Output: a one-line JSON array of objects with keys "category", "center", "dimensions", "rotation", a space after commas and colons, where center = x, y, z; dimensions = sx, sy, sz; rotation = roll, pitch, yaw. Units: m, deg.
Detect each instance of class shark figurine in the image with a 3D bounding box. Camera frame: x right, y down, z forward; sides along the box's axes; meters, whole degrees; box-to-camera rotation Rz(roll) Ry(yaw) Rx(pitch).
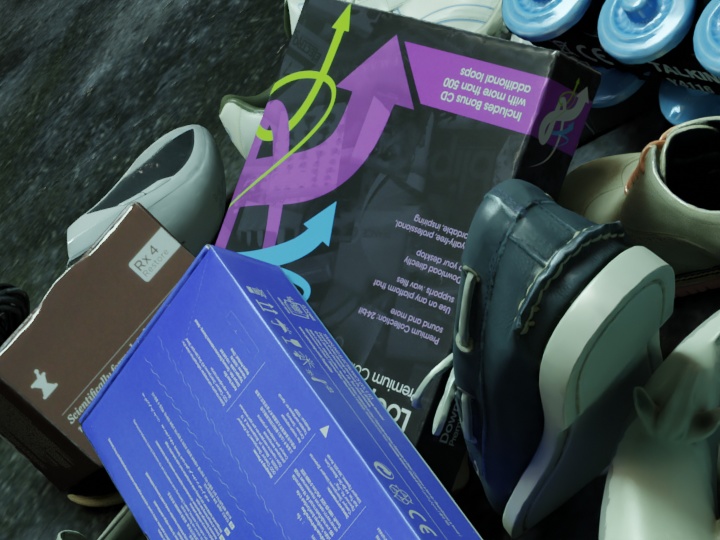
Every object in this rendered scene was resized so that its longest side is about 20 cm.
[{"category": "shark figurine", "center": [0.113, 0.074, 0.645], "dimensions": [0.127, 0.090, 0.216], "rotation": [11, 58, 18]}]

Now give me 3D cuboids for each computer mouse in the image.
[{"category": "computer mouse", "center": [-0.132, -0.007, 1.101], "dimensions": [0.044, 0.110, 0.200], "rotation": [21, 54, 33]}]

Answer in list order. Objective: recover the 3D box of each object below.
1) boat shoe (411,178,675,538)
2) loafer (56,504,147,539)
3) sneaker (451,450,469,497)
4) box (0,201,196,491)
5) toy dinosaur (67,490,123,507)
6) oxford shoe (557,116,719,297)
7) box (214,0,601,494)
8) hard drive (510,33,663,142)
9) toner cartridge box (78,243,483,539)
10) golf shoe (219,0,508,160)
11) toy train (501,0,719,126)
[{"category": "boat shoe", "center": [0.058, 0.034, 0.667], "dimensions": [0.075, 0.062, 0.200], "rotation": [-44, -19, -12]}, {"category": "loafer", "center": [-0.113, 0.141, 0.851], "dimensions": [0.200, 0.070, 0.070], "rotation": [-45, 26, -8]}, {"category": "sneaker", "center": [0.047, 0.011, 0.809], "dimensions": [0.088, 0.081, 0.201], "rotation": [26, 93, 43]}, {"category": "box", "center": [-0.127, 0.042, 0.945], "dimensions": [0.100, 0.075, 0.200], "rotation": [-49, 3, -15]}, {"category": "toy dinosaur", "center": [-0.070, 0.074, 0.939], "dimensions": [0.200, 0.058, 0.101], "rotation": [-47, 6, 18]}, {"category": "oxford shoe", "center": [0.134, -0.034, 0.778], "dimensions": [0.071, 0.074, 0.199], "rotation": [-52, 27, -17]}, {"category": "box", "center": [0.000, 0.000, 0.774], "dimensions": [0.142, 0.036, 0.202], "rotation": [19, 90, 44]}, {"category": "hard drive", "center": [0.161, -0.142, 0.957], "dimensions": [0.199, 0.038, 0.140], "rotation": [-25, 31, 30]}, {"category": "toner cartridge box", "center": [-0.023, 0.091, 0.713], "dimensions": [0.095, 0.043, 0.200], "rotation": [-52, 50, 19]}, {"category": "golf shoe", "center": [0.010, -0.123, 1.025], "dimensions": [0.200, 0.097, 0.078], "rotation": [-50, 12, 3]}, {"category": "toy train", "center": [0.150, -0.124, 0.844], "dimensions": [0.199, 0.087, 0.115], "rotation": [18, 76, 44]}]
